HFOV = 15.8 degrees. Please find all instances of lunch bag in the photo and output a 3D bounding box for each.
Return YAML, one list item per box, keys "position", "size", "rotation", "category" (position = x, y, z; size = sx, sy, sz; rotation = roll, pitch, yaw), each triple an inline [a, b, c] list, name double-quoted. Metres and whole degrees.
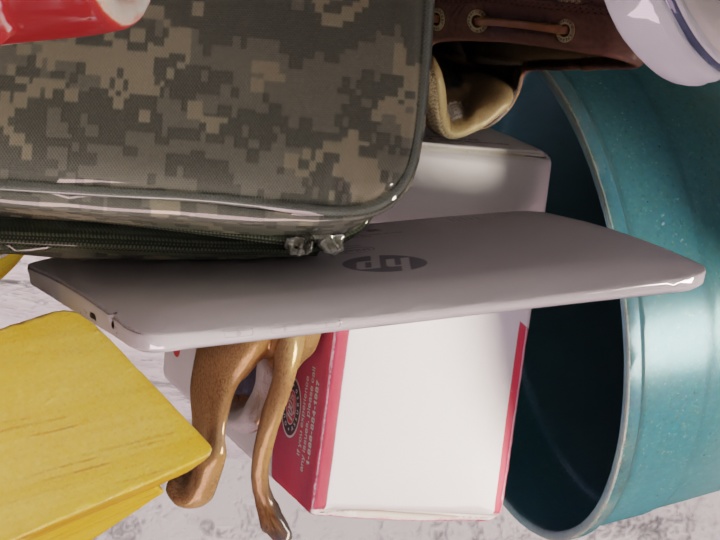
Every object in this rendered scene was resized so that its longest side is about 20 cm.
- position: [-0.080, -0.073, 0.844]
  size: [0.199, 0.140, 0.168]
  rotation: [3, 175, -12]
  category: "lunch bag"

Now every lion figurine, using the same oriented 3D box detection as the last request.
- position: [-0.052, -0.009, 0.973]
  size: [0.072, 0.200, 0.123]
  rotation: [-7, 142, -40]
  category: "lion figurine"

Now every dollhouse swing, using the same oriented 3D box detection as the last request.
- position: [-0.201, 0.049, 0.877]
  size: [0.200, 0.176, 0.182]
  rotation: [-36, 171, 37]
  category: "dollhouse swing"

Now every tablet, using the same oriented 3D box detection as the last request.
- position: [0.000, 0.000, 0.868]
  size: [0.199, 0.014, 0.130]
  rotation: [-7, -168, -22]
  category: "tablet"

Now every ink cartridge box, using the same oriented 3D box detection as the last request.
- position: [-0.008, 0.002, 1.050]
  size: [0.084, 0.145, 0.200]
  rotation: [4, -169, -22]
  category: "ink cartridge box"

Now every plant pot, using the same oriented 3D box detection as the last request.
- position: [0.146, -0.007, 1.049]
  size: [0.187, 0.201, 0.200]
  rotation: [-9, 174, -19]
  category: "plant pot"

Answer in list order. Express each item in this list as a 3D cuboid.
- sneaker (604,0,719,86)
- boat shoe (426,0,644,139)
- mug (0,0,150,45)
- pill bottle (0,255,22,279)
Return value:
- position: [0.146, -0.099, 0.858]
  size: [0.071, 0.073, 0.200]
  rotation: [-15, 171, 33]
  category: "sneaker"
- position: [0.029, -0.083, 0.932]
  size: [0.200, 0.072, 0.072]
  rotation: [-7, 166, 44]
  category: "boat shoe"
- position: [-0.158, -0.089, 0.686]
  size: [0.199, 0.178, 0.133]
  rotation: [-4, -177, 10]
  category: "mug"
- position: [-0.183, -0.044, 1.092]
  size: [0.112, 0.113, 0.200]
  rotation: [5, 169, -13]
  category: "pill bottle"
